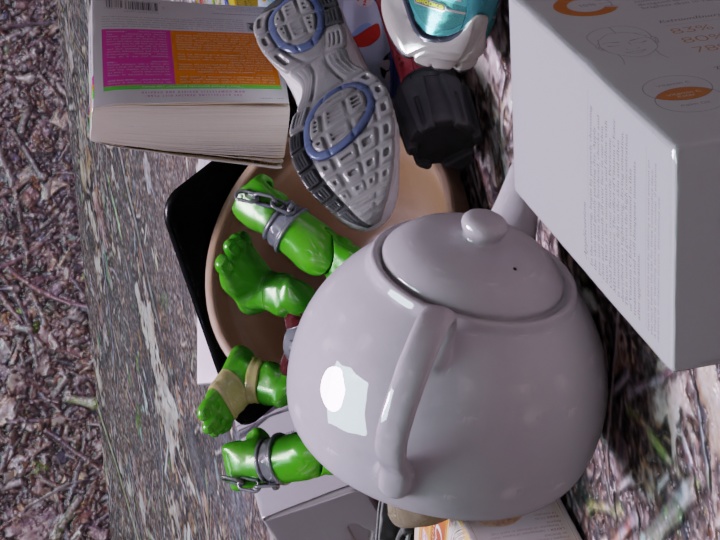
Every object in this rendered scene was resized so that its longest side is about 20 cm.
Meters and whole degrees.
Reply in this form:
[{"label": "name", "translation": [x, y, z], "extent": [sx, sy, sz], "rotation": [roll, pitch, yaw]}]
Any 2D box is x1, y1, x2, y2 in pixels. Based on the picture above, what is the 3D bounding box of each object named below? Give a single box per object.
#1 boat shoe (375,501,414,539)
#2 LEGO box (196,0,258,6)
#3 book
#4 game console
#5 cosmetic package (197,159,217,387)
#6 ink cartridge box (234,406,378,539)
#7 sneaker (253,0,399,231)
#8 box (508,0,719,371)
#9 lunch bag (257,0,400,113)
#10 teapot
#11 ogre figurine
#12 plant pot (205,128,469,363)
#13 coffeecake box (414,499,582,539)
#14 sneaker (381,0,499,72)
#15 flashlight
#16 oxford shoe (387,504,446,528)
[{"label": "boat shoe", "translation": [0.040, 0.138, 1.775], "extent": [0.072, 0.070, 0.201], "rotation": [-119, 25, -57]}, {"label": "LEGO box", "translation": [-0.082, -0.216, 2.077], "extent": [0.149, 0.077, 0.201], "rotation": [112, 148, -66]}, {"label": "book", "translation": [-0.122, -0.139, 1.764], "extent": [0.200, 0.133, 0.048], "rotation": [-100, 16, -62]}, {"label": "game console", "translation": [-0.080, -0.025, 1.850], "extent": [0.176, 0.116, 0.201], "rotation": [-118, 10, -57]}, {"label": "cosmetic package", "translation": [-0.084, -0.009, 1.936], "extent": [0.082, 0.050, 0.201], "rotation": [24, -116, -66]}, {"label": "ink cartridge box", "translation": [-0.044, 0.133, 2.019], "extent": [0.145, 0.083, 0.201], "rotation": [64, -173, -55]}, {"label": "sneaker", "translation": [-0.007, -0.098, 1.649], "extent": [0.087, 0.074, 0.201], "rotation": [55, -165, -47]}, {"label": "box", "translation": [0.151, -0.050, 1.068], "extent": [0.200, 0.124, 0.098], "rotation": [-123, 27, -62]}, {"label": "lunch bag", "translation": [-0.023, -0.177, 1.847], "extent": [0.200, 0.075, 0.161], "rotation": [-127, 32, -64]}, {"label": "teapot", "translation": [0.054, 0.036, 1.423], "extent": [0.200, 0.196, 0.147], "rotation": [49, 136, 47]}, {"label": "ogre figurine", "translation": [-0.031, 0.048, 1.605], "extent": [0.098, 0.119, 0.201], "rotation": [16, -96, -65]}, {"label": "plant pot", "translation": [0.000, 0.000, 1.723], "extent": [0.093, 0.200, 0.202], "rotation": [31, -143, -53]}, {"label": "coffeecake box", "translation": [0.095, 0.218, 1.586], "extent": [0.200, 0.073, 0.154], "rotation": [-117, 24, -53]}, {"label": "sneaker", "translation": [0.044, -0.210, 1.600], "extent": [0.080, 0.077, 0.200], "rotation": [-63, 38, 35]}, {"label": "flashlight", "translation": [0.027, -0.165, 1.663], "extent": [0.068, 0.067, 0.201], "rotation": [114, 147, -53]}, {"label": "oxford shoe", "translation": [0.047, 0.064, 1.578], "extent": [0.074, 0.071, 0.201], "rotation": [-31, 38, 50]}]
